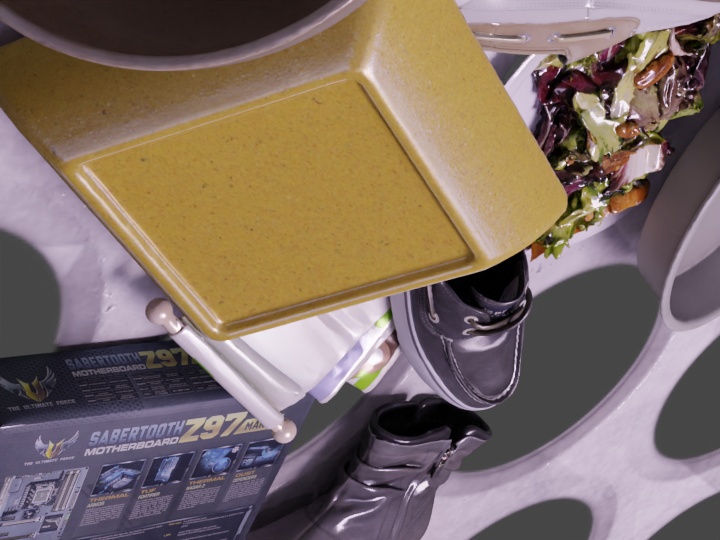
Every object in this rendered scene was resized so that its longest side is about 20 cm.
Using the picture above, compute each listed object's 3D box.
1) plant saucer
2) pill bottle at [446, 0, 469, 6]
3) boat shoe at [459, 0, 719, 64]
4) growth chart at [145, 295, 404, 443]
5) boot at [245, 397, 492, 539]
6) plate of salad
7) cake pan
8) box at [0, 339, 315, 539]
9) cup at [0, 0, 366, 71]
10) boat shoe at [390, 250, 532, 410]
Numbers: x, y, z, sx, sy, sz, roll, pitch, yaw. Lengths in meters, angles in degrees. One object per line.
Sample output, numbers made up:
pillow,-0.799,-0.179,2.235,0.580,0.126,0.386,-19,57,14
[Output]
plant saucer,-0.033,-0.041,0.830,0.199,0.049,0.200,-15,140,20
pill bottle,0.093,-0.200,0.808,0.199,0.112,0.113,-29,147,-14
boat shoe,0.102,-0.141,0.934,0.199,0.075,0.069,1,138,-35
growth chart,0.000,0.000,0.997,0.200,0.018,0.145,-43,130,-8
boot,-0.013,0.139,1.175,0.199,0.070,0.132,-16,142,-51
plate of salad,0.142,-0.078,1.066,0.199,0.048,0.201,-25,145,-19
cake pan,0.236,-0.053,1.161,0.200,0.037,0.201,-38,153,-24
box,-0.135,0.111,1.028,0.199,0.051,0.158,-6,136,-39
cup,-0.048,-0.164,0.674,0.200,0.200,0.143,-43,173,8
boat shoe,0.058,-0.002,0.982,0.070,0.066,0.201,-25,126,-22
